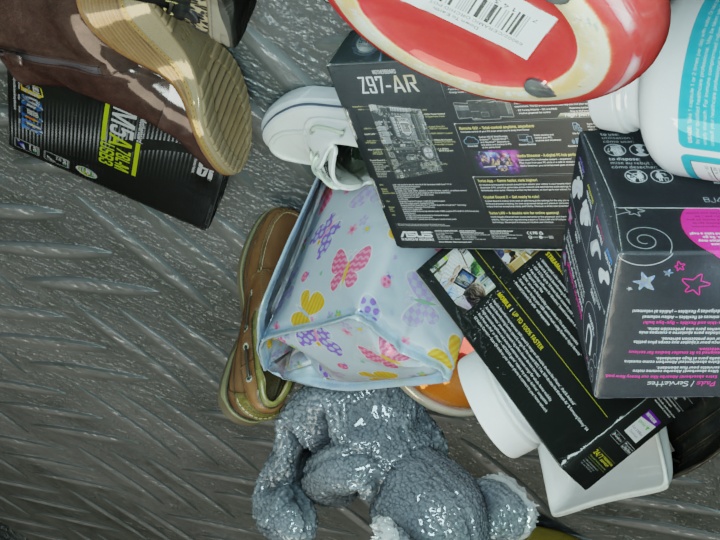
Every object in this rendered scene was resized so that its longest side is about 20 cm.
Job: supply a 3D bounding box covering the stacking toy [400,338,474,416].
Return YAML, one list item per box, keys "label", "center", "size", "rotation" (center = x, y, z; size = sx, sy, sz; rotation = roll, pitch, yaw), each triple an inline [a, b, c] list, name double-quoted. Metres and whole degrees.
- label: "stacking toy"
  center: [0.114, 0.021, 1.387]
  size: [0.146, 0.146, 0.200]
  rotation: [30, 141, -18]

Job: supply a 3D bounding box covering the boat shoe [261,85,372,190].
- label: "boat shoe"
  center: [-0.011, -0.094, 1.275]
  size: [0.074, 0.067, 0.200]
  rotation: [37, 154, -33]

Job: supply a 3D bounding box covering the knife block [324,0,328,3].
- label: "knife block"
  center: [-0.038, -0.247, 0.970]
  size: [0.064, 0.175, 0.200]
  rotation: [-23, 86, 60]

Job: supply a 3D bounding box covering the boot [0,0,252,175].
- label: "boot"
  center: [-0.184, -0.150, 1.296]
  size: [0.166, 0.072, 0.200]
  rotation: [2, 140, 29]

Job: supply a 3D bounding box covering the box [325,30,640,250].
- label: "box"
  center: [0.094, -0.086, 1.124]
  size: [0.200, 0.044, 0.160]
  rotation: [0, 131, 30]

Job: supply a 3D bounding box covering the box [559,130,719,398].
- label: "box"
  center: [0.232, -0.005, 1.035]
  size: [0.200, 0.132, 0.115]
  rotation: [0, 128, -5]

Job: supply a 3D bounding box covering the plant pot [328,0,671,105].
- label: "plant pot"
  center: [0.078, -0.190, 0.811]
  size: [0.200, 0.183, 0.200]
  rotation: [20, 161, 7]

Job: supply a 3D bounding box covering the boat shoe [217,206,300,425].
- label: "boat shoe"
  center: [-0.067, 0.034, 1.464]
  size: [0.072, 0.200, 0.068]
  rotation: [16, 158, -24]

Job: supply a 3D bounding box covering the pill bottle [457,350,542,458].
- label: "pill bottle"
  center: [0.176, 0.053, 1.245]
  size: [0.200, 0.113, 0.112]
  rotation: [-32, 135, 16]

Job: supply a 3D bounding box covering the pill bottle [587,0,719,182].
- label: "pill bottle"
  center: [0.232, -0.101, 0.961]
  size: [0.200, 0.111, 0.111]
  rotation: [11, 156, 27]

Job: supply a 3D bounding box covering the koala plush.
- label: "koala plush"
  center: [0.034, 0.183, 1.438]
  size: [0.200, 0.177, 0.184]
  rotation: [43, 133, 39]

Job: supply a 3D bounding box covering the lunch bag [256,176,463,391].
- label: "lunch bag"
  center: [0.000, 0.000, 1.347]
  size: [0.127, 0.170, 0.200]
  rotation: [33, 157, -26]

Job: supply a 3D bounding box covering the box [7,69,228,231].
- label: "box"
  center: [-0.198, -0.118, 1.432]
  size: [0.193, 0.048, 0.200]
  rotation: [26, 159, -3]

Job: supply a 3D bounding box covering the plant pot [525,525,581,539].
- label: "plant pot"
  center: [0.194, 0.410, 2.123]
  size: [0.195, 0.194, 0.200]
  rotation: [2, 142, 43]

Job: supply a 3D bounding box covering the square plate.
- label: "square plate"
  center: [0.189, 0.089, 1.384]
  size: [0.028, 0.200, 0.198]
  rotation: [-4, 168, -21]

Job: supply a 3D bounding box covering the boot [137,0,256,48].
- label: "boot"
  center: [-0.143, -0.224, 1.099]
  size: [0.150, 0.073, 0.200]
  rotation: [20, 164, 7]

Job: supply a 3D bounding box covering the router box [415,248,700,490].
- label: "router box"
  center: [0.149, 0.027, 1.167]
  size: [0.051, 0.149, 0.200]
  rotation: [43, -171, -51]

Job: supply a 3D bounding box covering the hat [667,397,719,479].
- label: "hat"
  center: [0.284, 0.095, 1.370]
  size: [0.081, 0.200, 0.201]
  rotation: [59, 159, 7]
